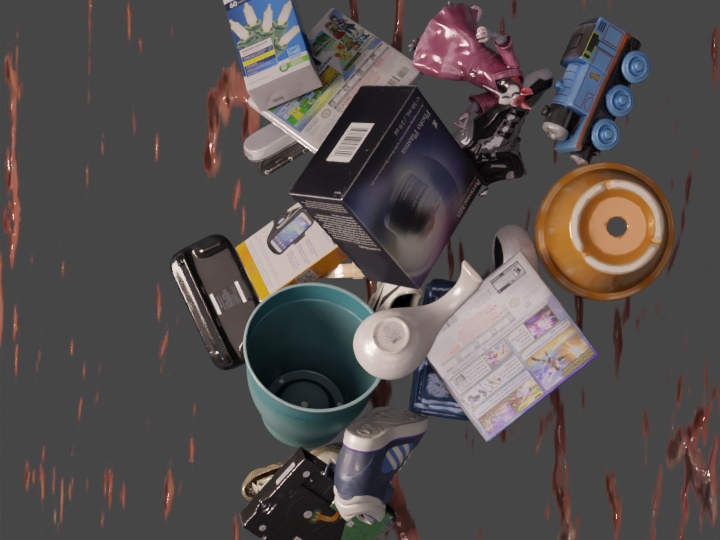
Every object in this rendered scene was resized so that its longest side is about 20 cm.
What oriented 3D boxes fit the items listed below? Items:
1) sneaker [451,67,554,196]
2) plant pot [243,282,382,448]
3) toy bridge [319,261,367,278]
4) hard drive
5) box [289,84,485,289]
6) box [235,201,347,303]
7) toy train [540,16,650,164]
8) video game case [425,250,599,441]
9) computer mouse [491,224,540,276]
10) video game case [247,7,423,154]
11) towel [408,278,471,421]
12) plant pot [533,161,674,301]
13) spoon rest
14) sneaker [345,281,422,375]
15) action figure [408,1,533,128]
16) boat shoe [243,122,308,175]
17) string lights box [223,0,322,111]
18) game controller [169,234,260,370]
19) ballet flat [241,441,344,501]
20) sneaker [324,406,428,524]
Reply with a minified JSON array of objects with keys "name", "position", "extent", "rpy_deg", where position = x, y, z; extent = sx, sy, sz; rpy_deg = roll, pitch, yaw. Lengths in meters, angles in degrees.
[{"name":"sneaker","position":[0.223,-0.198,1.511],"extent":[0.199,0.075,0.114],"rpy_deg":[-39,89,9]},{"name":"plant pot","position":[-0.071,0.154,1.470],"extent":[0.197,0.189,0.202],"rpy_deg":[4,55,-6]},{"name":"toy bridge","position":[0.000,0.000,1.539],"extent":[0.197,0.067,0.028],"rpy_deg":[-1,90,8]},{"name":"hard drive","position":[-0.059,0.359,1.509],"extent":[0.199,0.038,0.140],"rpy_deg":[38,99,-27]},{"name":"box","position":[0.043,-0.116,1.431],"extent":[0.123,0.199,0.201],"rpy_deg":[11,62,48]},{"name":"box","position":[-0.081,-0.043,1.536],"extent":[0.199,0.042,0.120],"rpy_deg":[-34,52,5]},{"name":"toy train","position":[0.330,-0.256,1.475],"extent":[0.113,0.087,0.202],"rpy_deg":[26,87,-14]},{"name":"video game case","position":[0.200,0.106,1.450],"extent":[0.199,0.045,0.182],"rpy_deg":[-37,83,-2]},{"name":"computer mouse","position":[0.231,0.032,1.506],"extent":[0.108,0.044,0.203],"rpy_deg":[-4,88,-23]},{"name":"video game case","position":[-0.036,-0.270,1.522],"extent":[0.182,0.022,0.200],"rpy_deg":[37,78,18]},{"name":"towel","position":[0.138,0.117,1.531],"extent":[0.110,0.049,0.203],"rpy_deg":[8,91,6]},{"name":"plant pot","position":[0.345,-0.055,1.437],"extent":[0.197,0.183,0.203],"rpy_deg":[0,90,7]},{"name":"spoon rest","position":[0.080,0.070,1.402],"extent":[0.199,0.061,0.100],"rpy_deg":[-37,68,-9]},{"name":"sneaker","position":[0.035,0.091,1.503],"extent":[0.073,0.089,0.202],"rpy_deg":[12,113,-21]},{"name":"action figure","position":[0.170,-0.284,1.467],"extent":[0.200,0.148,0.135],"rpy_deg":[40,117,21]},{"name":"boat shoe","position":[-0.080,-0.208,1.556],"extent":[0.198,0.069,0.057],"rpy_deg":[-26,132,-5]},{"name":"string lights box","position":[-0.133,-0.344,1.522],"extent":[0.102,0.059,0.202],"rpy_deg":[-21,62,7]},{"name":"game controller","position":[-0.213,0.048,1.586],"extent":[0.103,0.042,0.202],"rpy_deg":[-25,87,-8]},{"name":"ballet flat","position":[-0.085,0.310,1.545],"extent":[0.198,0.075,0.069],"rpy_deg":[-17,88,7]},{"name":"sneaker","position":[0.026,0.285,1.486],"extent":[0.080,0.199,0.148],"rpy_deg":[14,102,28]}]
